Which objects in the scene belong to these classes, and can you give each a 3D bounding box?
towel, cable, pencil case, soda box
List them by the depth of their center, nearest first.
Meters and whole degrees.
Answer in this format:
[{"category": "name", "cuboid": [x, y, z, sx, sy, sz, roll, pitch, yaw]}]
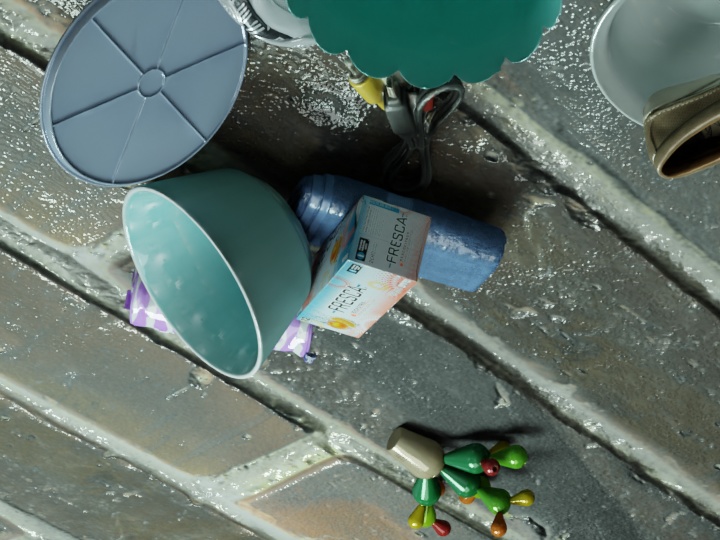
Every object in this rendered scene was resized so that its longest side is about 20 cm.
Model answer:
[{"category": "cable", "cuboid": [0.049, -0.134, 1.491, 0.096, 0.051, 0.200, -8, 154, 7]}, {"category": "soda box", "cuboid": [0.000, 0.000, 1.545, 0.068, 0.064, 0.200, 17, 159, -11]}, {"category": "towel", "cuboid": [0.032, -0.040, 1.583, 0.198, 0.049, 0.112, 17, 161, -10]}, {"category": "pencil case", "cuboid": [-0.134, 0.032, 1.701, 0.198, 0.085, 0.086, 12, 167, -6]}]

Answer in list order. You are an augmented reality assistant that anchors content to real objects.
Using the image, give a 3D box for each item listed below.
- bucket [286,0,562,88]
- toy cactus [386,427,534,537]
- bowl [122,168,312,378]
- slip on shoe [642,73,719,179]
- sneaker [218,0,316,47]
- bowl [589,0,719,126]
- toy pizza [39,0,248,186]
[{"category": "bucket", "cuboid": [0.049, -0.247, 1.239, 0.204, 0.136, 0.208, 5, 144, 4]}, {"category": "toy cactus", "cuboid": [0.099, 0.241, 1.947, 0.164, 0.103, 0.200, 32, 146, -17]}, {"category": "bowl", "cuboid": [-0.118, -0.012, 1.571, 0.200, 0.105, 0.202, 39, 148, 31]}, {"category": "slip on shoe", "cuboid": [0.304, -0.124, 1.276, 0.198, 0.061, 0.076, -16, 138, 28]}, {"category": "sneaker", "cuboid": [-0.070, -0.253, 1.300, 0.114, 0.076, 0.199, -24, 131, 39]}, {"category": "bowl", "cuboid": [0.276, -0.197, 1.309, 0.198, 0.091, 0.202, 4, 145, 3]}, {"category": "toy pizza", "cuboid": [-0.179, -0.160, 1.399, 0.199, 0.032, 0.202, -27, 138, -27]}]
